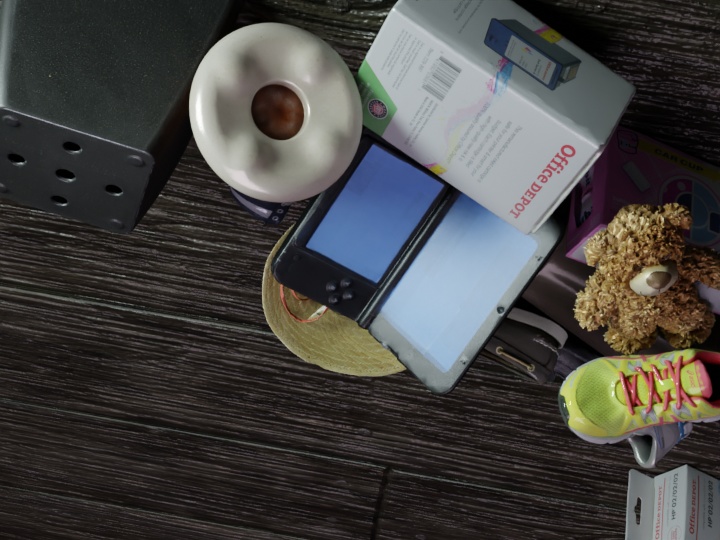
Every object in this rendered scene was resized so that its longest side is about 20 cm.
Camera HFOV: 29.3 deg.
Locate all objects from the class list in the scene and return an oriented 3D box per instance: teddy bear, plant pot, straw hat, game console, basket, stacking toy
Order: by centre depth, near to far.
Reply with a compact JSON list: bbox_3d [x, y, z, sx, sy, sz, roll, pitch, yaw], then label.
[{"bbox_3d":[-0.095,-0.119,1.188,0.145,0.147,0.200,22,167,-17],"label":"stacking toy"},{"bbox_3d":[-0.231,-0.152,1.195,0.199,0.178,0.200,17,148,-11],"label":"plant pot"},{"bbox_3d":[0.256,0.022,1.205,0.144,0.067,0.200,7,149,2],"label":"teddy bear"},{"bbox_3d":[0.048,-0.021,1.230,0.175,0.116,0.200,27,105,-29],"label":"game console"},{"bbox_3d":[0.000,0.000,1.345,0.200,0.085,0.202,-3,111,-8],"label":"straw hat"},{"bbox_3d":[0.248,0.011,1.350,0.199,0.137,0.180,29,159,-21],"label":"basket"}]

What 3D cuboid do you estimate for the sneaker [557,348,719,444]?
[{"bbox_3d":[0.272,0.103,1.240,0.199,0.079,0.090,-8,166,-21],"label":"sneaker"}]

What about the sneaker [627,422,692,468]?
[{"bbox_3d":[0.293,0.138,1.532,0.200,0.087,0.075,52,151,-18],"label":"sneaker"}]

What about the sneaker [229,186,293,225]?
[{"bbox_3d":[-0.043,-0.092,1.329,0.199,0.070,0.109,11,144,12],"label":"sneaker"}]

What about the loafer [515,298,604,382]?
[{"bbox_3d":[0.211,0.088,1.487,0.200,0.068,0.071,30,122,14],"label":"loafer"}]

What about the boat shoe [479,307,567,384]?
[{"bbox_3d":[0.108,0.061,1.403,0.201,0.061,0.072,16,163,25],"label":"boat shoe"}]

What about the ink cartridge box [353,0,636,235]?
[{"bbox_3d":[0.103,-0.141,1.141,0.200,0.088,0.145,35,146,1],"label":"ink cartridge box"}]

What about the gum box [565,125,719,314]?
[{"bbox_3d":[0.283,-0.045,1.263,0.199,0.114,0.066,20,147,-15],"label":"gum box"}]

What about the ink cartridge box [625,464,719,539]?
[{"bbox_3d":[0.446,0.334,1.809,0.199,0.116,0.068,25,145,-22],"label":"ink cartridge box"}]
